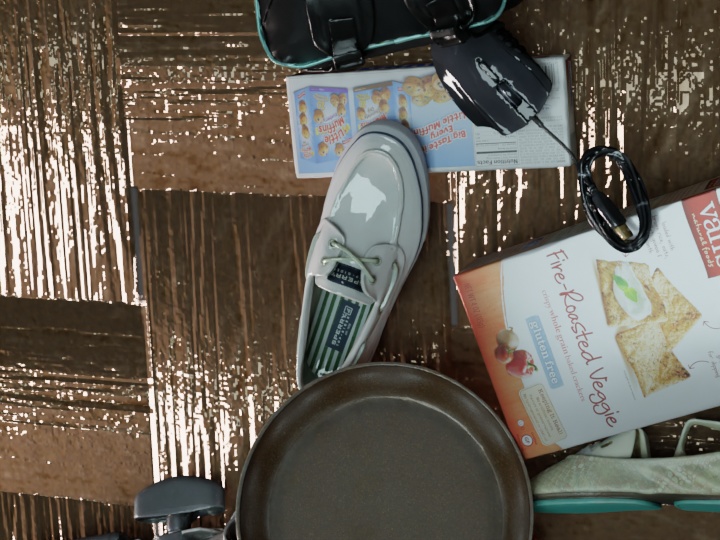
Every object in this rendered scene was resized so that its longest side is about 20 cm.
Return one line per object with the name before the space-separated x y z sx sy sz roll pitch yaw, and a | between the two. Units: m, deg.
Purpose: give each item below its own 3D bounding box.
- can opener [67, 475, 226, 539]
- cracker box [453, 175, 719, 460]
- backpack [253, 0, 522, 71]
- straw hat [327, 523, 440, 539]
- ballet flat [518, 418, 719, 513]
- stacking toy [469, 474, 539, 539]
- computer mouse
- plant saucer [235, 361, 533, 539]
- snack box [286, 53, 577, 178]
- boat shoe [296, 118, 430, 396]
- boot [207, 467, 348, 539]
can opener | -0.187 0.205 1.281 0.198 0.053 0.068 -13 66 24
cracker box | 0.177 0.031 1.084 0.198 0.058 0.135 -19 96 23
backpack | 0.010 -0.244 1.028 0.174 0.153 0.202 -10 109 21
straw hat | 0.020 0.279 1.150 0.198 0.085 0.204 -1 81 7
ballet flat | 0.204 0.132 1.106 0.197 0.067 0.063 -2 75 18
stacking toy | 0.105 0.235 1.154 0.084 0.085 0.203 -12 94 23
computer mouse | 0.113 -0.091 1.052 0.059 0.034 0.200 -45 72 10
plant saucer | 0.016 0.163 1.108 0.197 0.032 0.203 0 76 2
snack box | 0.046 -0.103 1.120 0.198 0.024 0.073 -1 103 21
boat shoe | 0.000 0.000 1.125 0.073 0.067 0.202 16 117 12
boot | -0.086 0.200 1.175 0.199 0.096 0.074 -32 61 3
